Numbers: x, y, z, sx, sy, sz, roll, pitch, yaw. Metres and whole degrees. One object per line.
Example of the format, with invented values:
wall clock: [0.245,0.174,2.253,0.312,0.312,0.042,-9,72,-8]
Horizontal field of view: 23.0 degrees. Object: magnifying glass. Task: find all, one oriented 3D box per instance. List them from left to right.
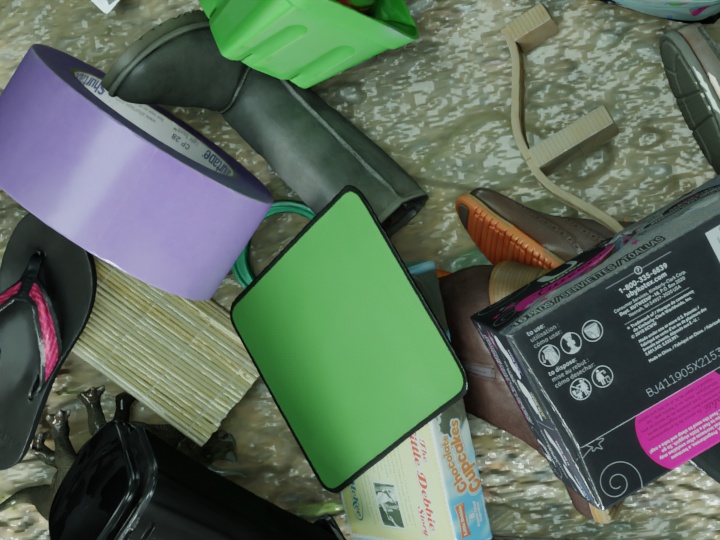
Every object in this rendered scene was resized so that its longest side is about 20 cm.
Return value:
magnifying glass: [0.000,0.000,1.292,0.199,0.022,0.080,12,97,10]

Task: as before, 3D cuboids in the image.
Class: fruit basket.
fruit basket: [-0.018,-0.251,1.213,0.215,0.155,0.217,-10,74,37]

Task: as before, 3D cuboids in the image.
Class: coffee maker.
coffee maker: [-0.095,0.199,1.195,0.200,0.192,0.135,30,77,-28]

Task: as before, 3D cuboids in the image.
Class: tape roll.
tape roll: [-0.165,-0.069,1.237,0.200,0.200,0.085,36,97,9]

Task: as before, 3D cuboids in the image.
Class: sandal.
sandal: [-0.246,0.054,1.285,0.075,0.045,0.201,21,99,13]

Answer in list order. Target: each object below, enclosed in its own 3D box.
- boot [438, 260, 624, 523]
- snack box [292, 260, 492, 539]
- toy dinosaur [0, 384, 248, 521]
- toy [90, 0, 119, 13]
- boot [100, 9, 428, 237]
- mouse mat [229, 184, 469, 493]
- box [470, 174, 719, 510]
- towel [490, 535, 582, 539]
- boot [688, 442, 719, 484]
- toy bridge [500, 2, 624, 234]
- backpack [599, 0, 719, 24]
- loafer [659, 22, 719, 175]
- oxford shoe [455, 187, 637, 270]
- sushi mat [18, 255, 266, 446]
boot: [0.099,0.086,1.256,0.166,0.072,0.201,-3,113,32]
snack box: [0.021,0.094,1.233,0.116,0.037,0.201,0,106,49]
toy dinosaur: [-0.194,0.150,1.310,0.199,0.077,0.103,-27,72,7]
toy: [-0.221,-0.298,1.323,0.200,0.047,0.115,43,96,5]
boot: [-0.063,-0.091,1.238,0.200,0.182,0.073,55,132,8]
mouse mat: [-0.013,0.052,1.219,0.200,0.008,0.161,-42,73,48]
box: [0.192,0.039,1.127,0.199,0.115,0.133,-30,97,-6]
towel: [0.139,0.257,1.261,0.199,0.034,0.133,0,90,12]
boot: [0.258,0.132,1.147,0.165,0.200,0.066,39,98,9]
toy bridge: [0.147,-0.088,1.228,0.067,0.027,0.201,-30,69,8]
backpack: [0.184,-0.247,1.196,0.199,0.127,0.167,26,93,8]
loafer: [0.274,-0.084,1.215,0.063,0.072,0.201,-28,91,-5]
oxford shoe: [0.159,-0.009,1.245,0.200,0.071,0.073,33,71,12]
sushi mat: [-0.166,0.038,1.315,0.200,0.012,0.096,35,73,9]
